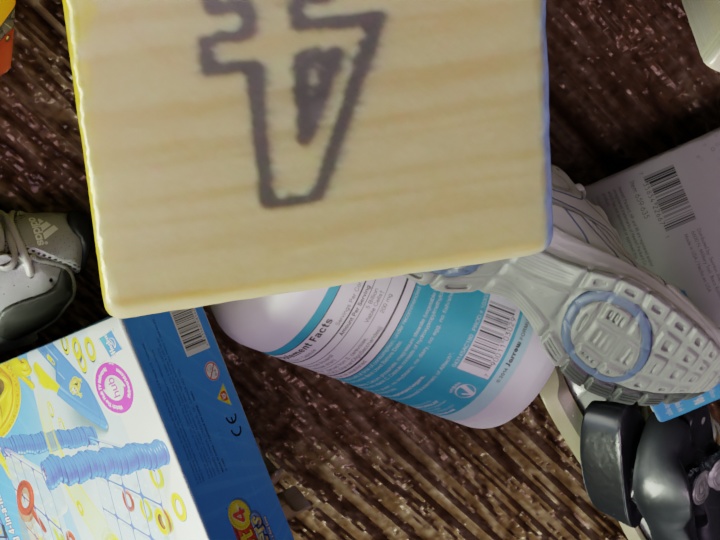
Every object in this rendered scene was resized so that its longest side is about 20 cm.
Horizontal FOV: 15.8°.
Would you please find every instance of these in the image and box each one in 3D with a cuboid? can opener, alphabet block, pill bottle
[{"bbox_3d":[0.176,0.146,1.405,0.063,0.078,0.201,-40,130,-28],"label":"can opener"},{"bbox_3d":[-0.032,-0.119,1.141,0.199,0.196,0.197,-8,121,-5],"label":"alphabet block"},{"bbox_3d":[0.000,0.000,1.302,0.199,0.111,0.111,22,121,-25],"label":"pill bottle"}]

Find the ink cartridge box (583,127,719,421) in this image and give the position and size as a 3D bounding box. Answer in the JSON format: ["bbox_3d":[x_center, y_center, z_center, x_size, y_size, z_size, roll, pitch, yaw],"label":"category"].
[{"bbox_3d":[0.219,-0.018,1.321,0.199,0.116,0.067,-23,154,7],"label":"ink cartridge box"}]

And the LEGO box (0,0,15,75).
[{"bbox_3d":[-0.234,-0.121,1.103,0.077,0.200,0.150,26,130,21],"label":"LEGO box"}]

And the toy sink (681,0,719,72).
[{"bbox_3d":[0.255,-0.179,1.215,0.130,0.112,0.200,18,127,-24],"label":"toy sink"}]

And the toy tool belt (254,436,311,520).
[{"bbox_3d":[-0.093,0.133,1.385,0.123,0.201,0.125,-23,166,-48],"label":"toy tool belt"}]

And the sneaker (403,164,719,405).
[{"bbox_3d":[0.097,-0.010,1.251,0.199,0.087,0.075,34,131,-9],"label":"sneaker"}]

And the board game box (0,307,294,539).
[{"bbox_3d":[-0.127,0.131,1.291,0.195,0.056,0.201,-22,90,41],"label":"board game box"}]

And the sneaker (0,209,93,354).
[{"bbox_3d":[-0.190,-0.030,1.271,0.115,0.075,0.201,-10,139,-10],"label":"sneaker"}]

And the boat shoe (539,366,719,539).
[{"bbox_3d":[0.168,0.105,1.442,0.068,0.075,0.200,-25,128,16],"label":"boat shoe"}]
